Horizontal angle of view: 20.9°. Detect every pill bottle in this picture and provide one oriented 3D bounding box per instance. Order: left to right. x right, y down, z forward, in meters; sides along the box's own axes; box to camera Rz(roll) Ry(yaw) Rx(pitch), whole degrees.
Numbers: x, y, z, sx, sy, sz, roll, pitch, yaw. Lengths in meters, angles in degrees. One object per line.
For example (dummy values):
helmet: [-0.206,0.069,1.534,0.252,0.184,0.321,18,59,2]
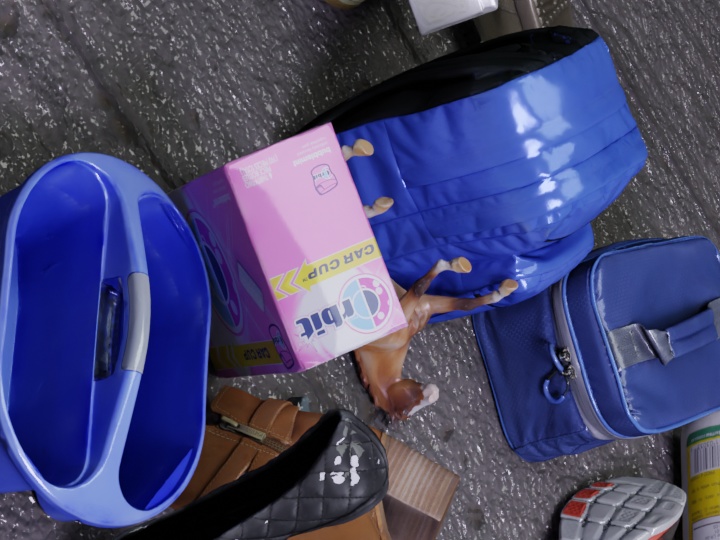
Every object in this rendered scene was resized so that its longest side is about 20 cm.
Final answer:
pill bottle: [0.298,0.212,1.468,0.112,0.112,0.202,26,56,-40]

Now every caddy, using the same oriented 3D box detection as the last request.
caddy: [-0.146,0.039,1.027,0.141,0.104,0.202,22,60,-41]

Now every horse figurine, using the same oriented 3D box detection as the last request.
horse figurine: [0.000,0.000,1.217,0.200,0.132,0.050,41,40,-16]

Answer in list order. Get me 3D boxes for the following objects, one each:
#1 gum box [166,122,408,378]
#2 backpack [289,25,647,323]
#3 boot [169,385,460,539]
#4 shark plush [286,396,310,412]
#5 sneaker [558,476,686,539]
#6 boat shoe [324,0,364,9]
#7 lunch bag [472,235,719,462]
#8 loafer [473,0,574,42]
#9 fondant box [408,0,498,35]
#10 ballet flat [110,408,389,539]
gum box: [-0.053,-0.005,1.093,0.066,0.200,0.114,-22,93,-19]
backpack: [0.087,-0.065,1.264,0.162,0.199,0.169,-38,104,-49]
boot: [-0.043,0.146,1.076,0.154,0.077,0.201,22,44,7]
shark plush: [-0.023,0.180,1.179,0.201,0.090,0.083,62,16,20]
sneaker: [0.169,0.218,1.369,0.200,0.076,0.083,-39,132,-48]
boat shoe: [-0.014,-0.284,1.340,0.073,0.063,0.203,3,73,-48]
lunch bag: [0.183,0.051,1.382,0.199,0.132,0.137,-14,86,-51]
loafer: [0.129,-0.142,1.450,0.076,0.068,0.202,-35,118,-48]
fondant box: [0.046,-0.259,1.323,0.200,0.058,0.145,-82,153,-69]
ballet flat: [-0.079,0.128,1.022,0.057,0.199,0.067,61,6,-27]
